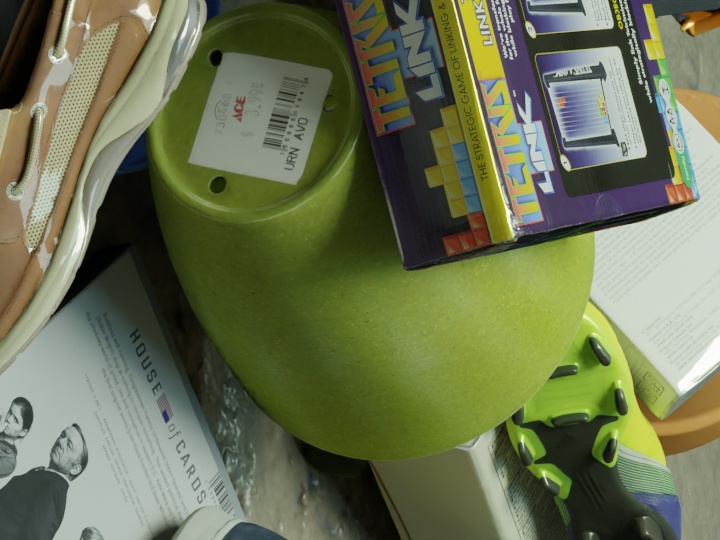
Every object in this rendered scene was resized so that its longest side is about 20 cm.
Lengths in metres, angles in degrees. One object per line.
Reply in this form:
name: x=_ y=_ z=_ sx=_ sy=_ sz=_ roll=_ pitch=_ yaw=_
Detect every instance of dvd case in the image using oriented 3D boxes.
dvd case: x=-0.123 y=0.098 z=0.980 sx=0.200 sy=0.025 sz=0.151 roll=-48 pitch=124 yaw=-54

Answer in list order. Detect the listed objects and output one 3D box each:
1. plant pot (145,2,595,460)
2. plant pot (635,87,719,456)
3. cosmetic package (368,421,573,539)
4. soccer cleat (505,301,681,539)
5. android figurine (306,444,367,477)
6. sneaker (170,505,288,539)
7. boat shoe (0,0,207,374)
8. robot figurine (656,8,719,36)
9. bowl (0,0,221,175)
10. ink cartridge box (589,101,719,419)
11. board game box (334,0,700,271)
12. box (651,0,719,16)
plant pot: x=-0.011 y=-0.034 z=1.001 sx=0.200 sy=0.186 sz=0.188 roll=46 pitch=44 yaw=-65
plant pot: x=0.159 y=-0.010 z=1.277 sx=0.140 sy=0.199 sz=0.201 roll=109 pitch=-16 yaw=-71
cosmetic package: x=0.071 y=0.107 z=1.210 sx=0.104 sy=0.073 sz=0.200 roll=-58 pitch=145 yaw=-32
soccer cleat: x=0.111 y=0.075 z=1.153 sx=0.084 sy=0.064 sz=0.200 roll=-93 pitch=164 yaw=-46
android figurine: x=0.000 y=0.000 z=1.203 sx=0.182 sy=0.041 sz=0.200 roll=56 pitch=40 yaw=-38
sneaker: x=-0.042 y=0.198 z=0.944 sx=0.077 sy=0.146 sz=0.203 roll=80 pitch=32 yaw=-52
boat shoe: x=-0.136 y=-0.042 z=0.909 sx=0.072 sy=0.076 sz=0.200 roll=30 pitch=84 yaw=-26
robot figurine: x=0.144 y=-0.167 z=1.331 sx=0.058 sy=0.199 sz=0.145 roll=64 pitch=35 yaw=-28
bowl: x=-0.131 y=-0.138 z=1.009 sx=0.200 sy=0.039 sz=0.201 roll=21 pitch=66 yaw=-57
ink cartridge box: x=0.127 y=-0.036 z=1.183 sx=0.200 sy=0.109 sz=0.050 roll=48 pitch=-16 yaw=11
board game box: x=0.056 y=-0.110 z=0.944 sx=0.165 sy=0.057 sz=0.201 roll=-11 pitch=86 yaw=-55
box: x=0.115 y=-0.244 z=1.175 sx=0.149 sy=0.107 sz=0.200 roll=83 pitch=0 yaw=-51
